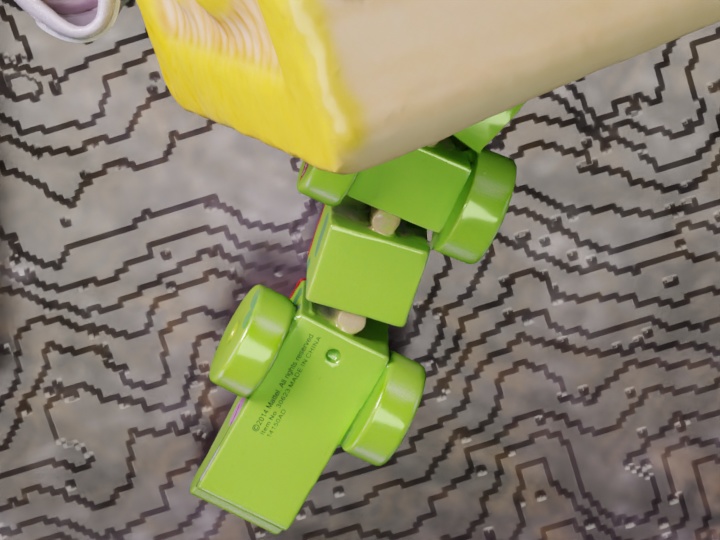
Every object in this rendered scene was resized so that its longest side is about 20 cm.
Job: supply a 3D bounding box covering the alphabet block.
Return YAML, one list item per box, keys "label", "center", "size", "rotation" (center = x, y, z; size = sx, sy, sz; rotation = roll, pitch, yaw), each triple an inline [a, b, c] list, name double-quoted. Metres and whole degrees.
- label: "alphabet block"
  center: [0.025, -0.160, 0.829]
  size: [0.200, 0.195, 0.197]
  rotation: [-23, 104, -14]

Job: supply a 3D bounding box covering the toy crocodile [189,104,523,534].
- label: "toy crocodile"
  center: [0.000, 0.000, 0.969]
  size: [0.067, 0.062, 0.200]
  rotation: [22, 108, -8]

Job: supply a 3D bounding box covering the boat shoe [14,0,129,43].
- label: "boat shoe"
  center: [-0.130, -0.165, 0.909]
  size: [0.074, 0.065, 0.202]
  rotation: [-25, 105, 5]
